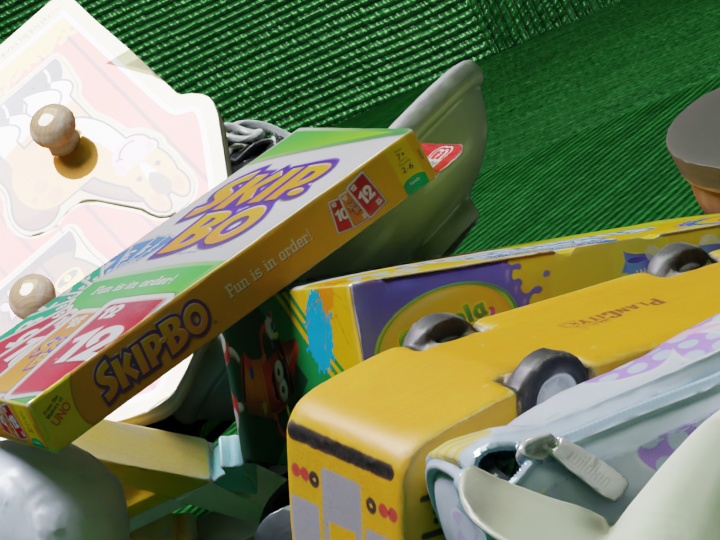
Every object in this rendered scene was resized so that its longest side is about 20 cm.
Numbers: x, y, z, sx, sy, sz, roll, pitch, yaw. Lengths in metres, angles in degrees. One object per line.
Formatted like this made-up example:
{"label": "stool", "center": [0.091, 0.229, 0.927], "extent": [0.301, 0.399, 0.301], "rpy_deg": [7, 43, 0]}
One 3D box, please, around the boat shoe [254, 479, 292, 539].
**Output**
{"label": "boat shoe", "center": [-0.011, 0.108, 0.976], "extent": [0.074, 0.066, 0.199], "rpy_deg": [-27, 6, 8]}

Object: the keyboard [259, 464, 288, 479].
{"label": "keyboard", "center": [0.022, 0.056, 1.445], "extent": [0.199, 0.021, 0.127], "rpy_deg": [-26, 7, -4]}

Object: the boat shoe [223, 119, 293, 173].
{"label": "boat shoe", "center": [-0.047, -0.032, 1.273], "extent": [0.074, 0.068, 0.199], "rpy_deg": [-50, -3, 0]}

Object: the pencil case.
{"label": "pencil case", "center": [0.117, 0.048, 0.847], "extent": [0.199, 0.091, 0.083], "rpy_deg": [-25, 32, -13]}

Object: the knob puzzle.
{"label": "knob puzzle", "center": [-0.137, -0.009, 1.187], "extent": [0.219, 0.220, 0.030], "rpy_deg": [-25, -34, 4]}

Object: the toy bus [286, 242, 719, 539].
{"label": "toy bus", "center": [0.074, 0.049, 0.936], "extent": [0.199, 0.079, 0.065], "rpy_deg": [-15, 20, -34]}

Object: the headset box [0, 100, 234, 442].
{"label": "headset box", "center": [-0.149, 0.051, 1.300], "extent": [0.174, 0.093, 0.200], "rpy_deg": [-44, -27, -10]}

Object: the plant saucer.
{"label": "plant saucer", "center": [0.000, 0.000, 1.233], "extent": [0.200, 0.050, 0.200], "rpy_deg": [-50, -3, -3]}

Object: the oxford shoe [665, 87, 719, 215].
{"label": "oxford shoe", "center": [0.205, -0.018, 1.109], "extent": [0.071, 0.071, 0.200], "rpy_deg": [-39, 33, -17]}

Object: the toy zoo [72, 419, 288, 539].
{"label": "toy zoo", "center": [-0.118, 0.105, 1.196], "extent": [0.200, 0.021, 0.131], "rpy_deg": [-27, -34, 37]}

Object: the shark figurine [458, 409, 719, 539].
{"label": "shark figurine", "center": [0.116, 0.073, 0.769], "extent": [0.128, 0.090, 0.214], "rpy_deg": [27, 53, 38]}

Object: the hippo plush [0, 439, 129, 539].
{"label": "hippo plush", "center": [-0.154, 0.148, 1.068], "extent": [0.160, 0.160, 0.201], "rpy_deg": [-10, -42, -21]}

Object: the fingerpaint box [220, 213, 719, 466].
{"label": "fingerpaint box", "center": [0.066, 0.027, 1.084], "extent": [0.199, 0.074, 0.167], "rpy_deg": [-9, 1, -20]}

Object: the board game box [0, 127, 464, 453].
{"label": "board game box", "center": [-0.058, -0.001, 1.073], "extent": [0.200, 0.030, 0.095], "rpy_deg": [-34, 18, -23]}
